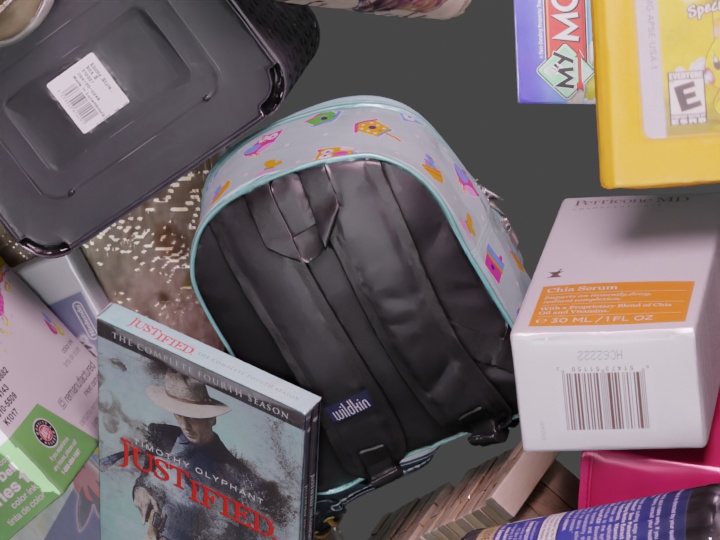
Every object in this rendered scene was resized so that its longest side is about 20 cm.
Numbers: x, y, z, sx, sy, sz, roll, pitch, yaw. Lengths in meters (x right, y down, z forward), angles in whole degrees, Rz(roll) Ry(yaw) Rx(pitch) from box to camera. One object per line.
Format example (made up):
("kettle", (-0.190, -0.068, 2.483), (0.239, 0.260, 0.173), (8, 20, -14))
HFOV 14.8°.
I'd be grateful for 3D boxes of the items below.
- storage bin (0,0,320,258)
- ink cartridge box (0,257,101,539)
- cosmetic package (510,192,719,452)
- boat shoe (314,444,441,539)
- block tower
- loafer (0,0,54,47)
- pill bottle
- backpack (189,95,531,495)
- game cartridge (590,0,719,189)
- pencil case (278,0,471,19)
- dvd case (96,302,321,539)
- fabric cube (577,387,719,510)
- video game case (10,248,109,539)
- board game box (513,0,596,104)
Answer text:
("storage bin", (-0.139, -0.117, 1.590), (0.200, 0.094, 0.135), (-33, 102, 22))
("ink cartridge box", (-0.247, 0.052, 1.632), (0.084, 0.145, 0.200), (-39, 98, 23))
("cosmetic package", (0.148, 0.025, 1.524), (0.101, 0.200, 0.072), (-3, 111, 13))
("boat shoe", (-0.035, 0.142, 1.684), (0.199, 0.071, 0.091), (-14, 111, 13))
("block tower", (0.063, 0.156, 1.623), (0.058, 0.054, 0.200), (41, 149, -7))
("loafer", (-0.228, -0.214, 1.532), (0.075, 0.070, 0.201), (-32, 68, 23))
("pill bottle", (0.153, 0.171, 1.418), (0.199, 0.112, 0.112), (-13, 109, 21))
("backpack", (0.000, 0.000, 1.571), (0.175, 0.154, 0.200), (-21, 122, 20))
("game cartridge", (0.209, -0.148, 1.469), (0.175, 0.032, 0.201), (-4, 95, 2))
("pencil case", (-0.034, -0.188, 1.492), (0.199, 0.090, 0.078), (5, 155, -27))
("dvd case", (-0.090, 0.125, 1.605), (0.145, 0.022, 0.201), (24, 132, 23))
("fabric cube", (0.231, 0.157, 1.564), (0.198, 0.200, 0.197), (6, 114, 12))
("video game case", (-0.209, 0.102, 1.735), (0.182, 0.023, 0.201), (-22, 106, 20))
("board game box", (0.150, -0.190, 1.529), (0.134, 0.029, 0.201), (1, 112, 11))
